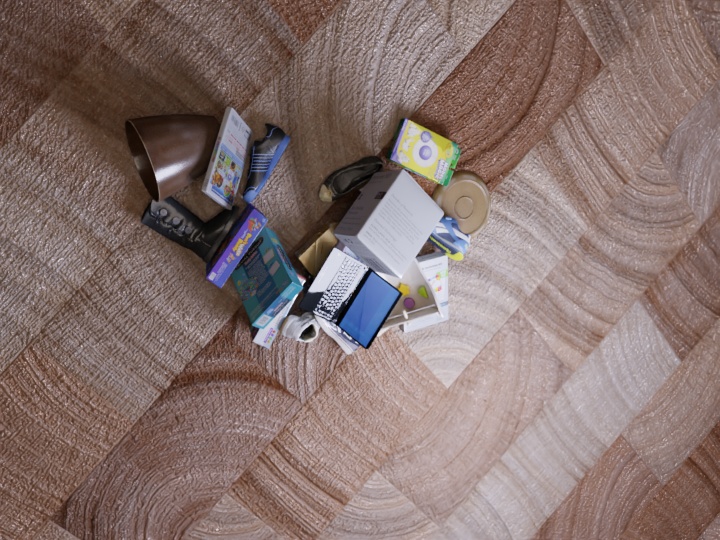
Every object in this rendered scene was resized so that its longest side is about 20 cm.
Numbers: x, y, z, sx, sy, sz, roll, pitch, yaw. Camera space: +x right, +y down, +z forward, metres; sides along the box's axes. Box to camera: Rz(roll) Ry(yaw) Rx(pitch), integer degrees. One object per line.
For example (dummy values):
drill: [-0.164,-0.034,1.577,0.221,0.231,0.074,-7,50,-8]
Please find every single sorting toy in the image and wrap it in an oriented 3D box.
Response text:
sorting toy: [0.112,0.053,1.564,0.194,0.107,0.185,-17,101,20]

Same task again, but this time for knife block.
knife block: [-0.088,-0.009,1.579,0.200,0.064,0.176,-43,111,-4]

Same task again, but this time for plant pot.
plant pot: [0.295,-0.181,1.678,0.193,0.027,0.208,-4,102,-16]
plant pot: [-0.420,-0.286,1.368,0.196,0.185,0.193,-26,109,-27]

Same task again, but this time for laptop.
laptop: [-0.025,0.074,1.480,0.197,0.103,0.180,28,98,-38]

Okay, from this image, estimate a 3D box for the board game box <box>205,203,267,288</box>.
board game box: [-0.313,-0.067,1.458,0.044,0.134,0.203,34,91,-20]

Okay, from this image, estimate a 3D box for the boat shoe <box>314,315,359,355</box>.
boat shoe: [-0.048,0.142,1.601,0.092,0.075,0.201,-35,130,6]

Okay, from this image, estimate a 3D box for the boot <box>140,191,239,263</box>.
boot: [-0.422,-0.140,1.451,0.197,0.066,0.167,34,89,-16]

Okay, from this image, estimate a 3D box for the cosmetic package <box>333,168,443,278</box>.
cosmetic package: [0.068,-0.118,1.456,0.164,0.164,0.203,40,79,-23]

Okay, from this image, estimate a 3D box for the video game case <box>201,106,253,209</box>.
video game case: [-0.315,-0.264,1.392,0.017,0.143,0.207,13,82,12]

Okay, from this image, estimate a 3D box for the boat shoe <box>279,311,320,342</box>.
boat shoe: [-0.142,0.157,1.535,0.068,0.199,0.072,31,101,17]

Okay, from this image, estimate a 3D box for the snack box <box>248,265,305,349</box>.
snack box: [-0.220,0.085,1.516,0.052,0.142,0.204,28,92,-18]

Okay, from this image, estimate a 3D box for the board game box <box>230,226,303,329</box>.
board game box: [-0.240,0.016,1.452,0.151,0.202,0.047,-43,143,15]

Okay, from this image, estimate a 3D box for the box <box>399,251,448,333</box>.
box: [0.179,0.062,1.666,0.151,0.041,0.207,-13,113,-21]

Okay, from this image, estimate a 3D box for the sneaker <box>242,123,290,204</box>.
sneaker: [-0.255,-0.271,1.471,0.077,0.070,0.204,31,89,-11]

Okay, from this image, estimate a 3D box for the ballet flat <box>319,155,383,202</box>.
ballet flat: [-0.026,-0.247,1.547,0.197,0.057,0.068,-33,109,-7]

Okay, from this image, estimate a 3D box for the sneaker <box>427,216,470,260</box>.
sneaker: [0.223,-0.117,1.629,0.198,0.074,0.083,39,74,4]

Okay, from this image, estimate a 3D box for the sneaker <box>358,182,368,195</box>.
sneaker: [0.086,-0.174,1.582,0.091,0.078,0.200,-48,118,-4]

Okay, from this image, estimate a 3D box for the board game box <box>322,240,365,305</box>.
board game box: [0.000,0.000,1.575,0.198,0.043,0.204,37,79,-39]

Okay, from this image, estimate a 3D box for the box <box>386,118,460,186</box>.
box: [0.180,-0.319,1.595,0.195,0.048,0.121,21,96,-18]
